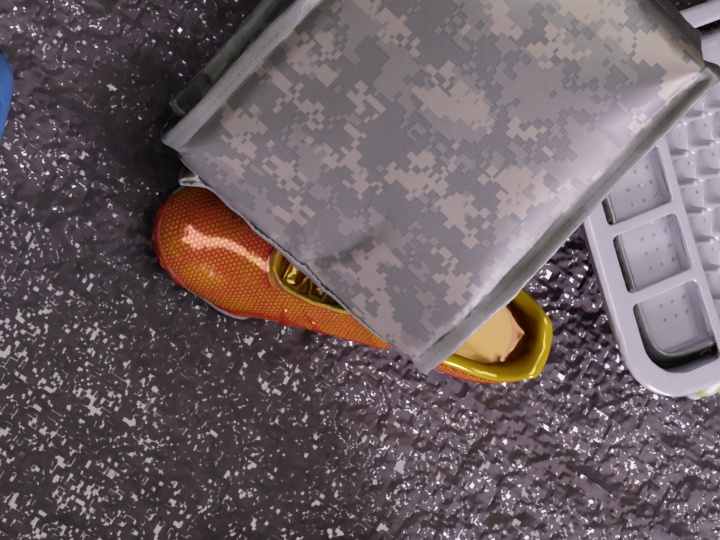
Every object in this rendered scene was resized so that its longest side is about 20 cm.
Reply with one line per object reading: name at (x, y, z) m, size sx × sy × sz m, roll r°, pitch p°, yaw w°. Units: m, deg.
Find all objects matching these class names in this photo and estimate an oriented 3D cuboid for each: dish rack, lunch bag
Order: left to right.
lunch bag at (0.031, -0.076, 1.238) m, size 0.164 × 0.118 × 0.200 m, roll 41°, pitch 102°, yaw -11°
dish rack at (0.184, -0.047, 1.361) m, size 0.199 × 0.044 × 0.172 m, roll -20°, pitch 98°, yaw -22°

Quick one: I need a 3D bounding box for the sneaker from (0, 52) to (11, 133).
sneaker at (-0.187, 0.002, 1.226) m, size 0.078 × 0.066 × 0.201 m, roll 26°, pitch 83°, yaw 4°

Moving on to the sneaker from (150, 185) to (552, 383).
sneaker at (0.000, 0.000, 1.315) m, size 0.199 × 0.077 × 0.073 m, roll 15°, pitch 85°, yaw -20°

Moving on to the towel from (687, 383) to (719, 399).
towel at (0.213, -0.054, 1.420) m, size 0.199 × 0.048 × 0.172 m, roll -27°, pitch 98°, yaw -21°
